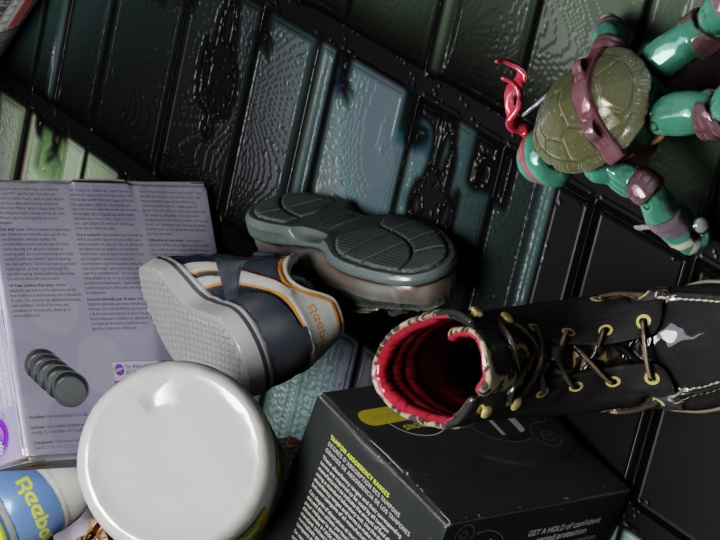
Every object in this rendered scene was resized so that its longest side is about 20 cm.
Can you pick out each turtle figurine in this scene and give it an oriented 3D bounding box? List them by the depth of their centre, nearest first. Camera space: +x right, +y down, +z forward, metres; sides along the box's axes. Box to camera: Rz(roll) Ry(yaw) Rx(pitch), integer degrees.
[{"bbox_3d":[0.151,-0.081,1.449,0.200,0.100,0.150,-28,71,42],"label":"turtle figurine"}]

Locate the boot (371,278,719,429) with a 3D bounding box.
[{"bbox_3d":[0.116,0.046,1.452,0.200,0.150,0.074,-2,91,51],"label":"boot"}]

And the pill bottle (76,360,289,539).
[{"bbox_3d":[-0.099,0.123,1.589,0.200,0.112,0.113,77,180,-79],"label":"pill bottle"}]

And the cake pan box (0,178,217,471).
[{"bbox_3d":[-0.166,0.034,1.761,0.052,0.199,0.185,-18,79,45],"label":"cake pan box"}]

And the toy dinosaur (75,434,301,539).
[{"bbox_3d":[-0.119,0.159,1.757,0.199,0.136,0.103,-3,72,10],"label":"toy dinosaur"}]

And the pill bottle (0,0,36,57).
[{"bbox_3d":[-0.284,-0.223,1.951,0.200,0.115,0.116,-49,57,40],"label":"pill bottle"}]

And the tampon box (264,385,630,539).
[{"bbox_3d":[0.034,0.176,1.564,0.126,0.149,0.201,44,125,36],"label":"tampon box"}]

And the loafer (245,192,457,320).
[{"bbox_3d":[0.000,0.000,1.670,0.200,0.072,0.063,23,129,55],"label":"loafer"}]

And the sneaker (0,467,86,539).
[{"bbox_3d":[-0.235,0.137,1.826,0.200,0.082,0.074,37,152,64],"label":"sneaker"}]

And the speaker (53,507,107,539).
[{"bbox_3d":[-0.180,0.136,1.880,0.081,0.081,0.201,-8,87,51],"label":"speaker"}]

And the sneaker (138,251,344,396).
[{"bbox_3d":[-0.073,0.028,1.677,0.200,0.079,0.079,27,137,63],"label":"sneaker"}]
